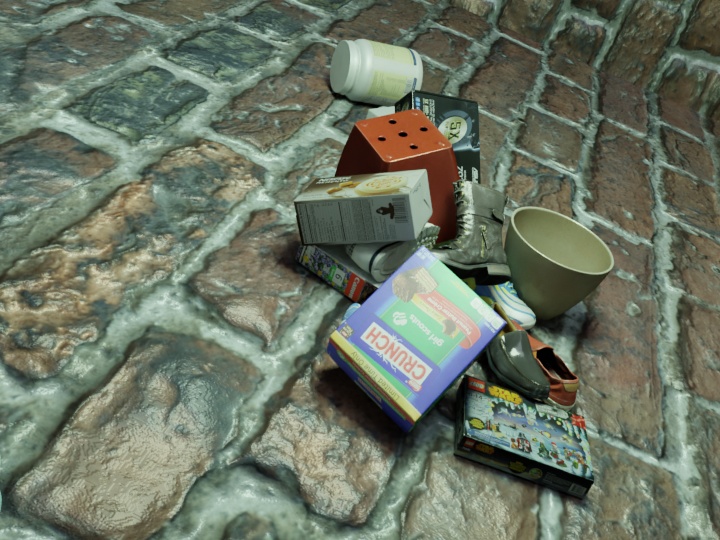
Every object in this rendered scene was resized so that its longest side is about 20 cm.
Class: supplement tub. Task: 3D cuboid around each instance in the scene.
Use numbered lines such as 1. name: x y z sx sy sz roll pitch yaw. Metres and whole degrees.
1. supplement tub: 0.038 -0.480 2.082 0.196 0.147 0.146 5 35 -26

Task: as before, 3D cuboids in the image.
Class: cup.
1. cup: 0.336 0.002 1.546 0.196 0.145 0.202 15 32 -9

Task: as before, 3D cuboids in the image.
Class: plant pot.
1. plant pot: 0.071 -0.168 1.525 0.196 0.179 0.201 -15 44 -20

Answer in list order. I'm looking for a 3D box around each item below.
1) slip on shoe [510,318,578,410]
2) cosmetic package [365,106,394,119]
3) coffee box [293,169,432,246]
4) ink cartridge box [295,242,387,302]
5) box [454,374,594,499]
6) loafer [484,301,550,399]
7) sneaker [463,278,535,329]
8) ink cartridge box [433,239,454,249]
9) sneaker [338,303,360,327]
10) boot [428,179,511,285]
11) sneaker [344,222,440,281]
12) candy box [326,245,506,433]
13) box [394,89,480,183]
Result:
1. slip on shoe: 0.287 0.139 1.389 0.073 0.062 0.201 -2 38 -31
2. cosmetic package: 0.104 -0.284 1.901 0.100 0.075 0.199 -15 45 -43
3. coffee box: 0.006 -0.101 1.378 0.195 0.081 0.115 -2 23 22
4. ink cartridge box: 0.000 0.000 1.430 0.198 0.051 0.109 34 33 17
5. box: 0.233 0.235 1.230 0.196 0.040 0.138 20 31 -4
6. loafer: 0.236 0.124 1.337 0.072 0.073 0.200 11 24 -34
7. sneaker: 0.229 0.018 1.490 0.198 0.107 0.076 31 32 15
8. ink cartridge box: 0.063 -0.077 1.590 0.196 0.049 0.146 -18 45 -20
9. sneaker: 0.062 0.099 1.293 0.196 0.077 0.078 19 36 -8
10. boot: 0.171 -0.070 1.436 0.196 0.069 0.178 8 67 -28
11. sneaker: 0.059 -0.048 1.427 0.080 0.078 0.198 29 29 30
12. candy box: 0.077 0.095 1.203 0.169 0.077 0.200 42 70 14
13. box: 0.158 -0.252 1.764 0.160 0.086 0.205 6 78 -24
